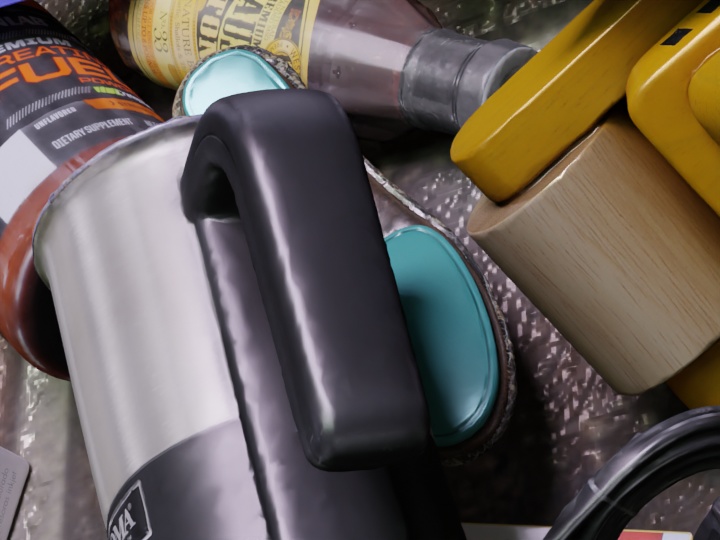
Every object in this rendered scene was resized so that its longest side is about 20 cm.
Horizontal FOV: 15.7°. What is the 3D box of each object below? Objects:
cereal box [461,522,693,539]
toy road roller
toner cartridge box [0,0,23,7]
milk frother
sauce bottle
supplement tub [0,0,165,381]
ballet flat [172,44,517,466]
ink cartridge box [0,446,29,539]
[{"bbox_3d":[0.009,0.154,0.854,0.199,0.040,0.145,2,64,15],"label":"cereal box"},{"bbox_3d":[0.130,-0.039,0.813,0.200,0.123,0.146,-42,12,16],"label":"toy road roller"},{"bbox_3d":[-0.159,-0.135,1.050,0.199,0.043,0.095,-18,24,-10],"label":"toner cartridge box"},{"bbox_3d":[0.019,0.044,0.827,0.181,0.199,0.189,-49,46,42],"label":"milk frother"},{"bbox_3d":[-0.014,-0.087,1.018,0.199,0.066,0.066,16,78,42],"label":"sauce bottle"},{"bbox_3d":[-0.142,-0.048,1.066,0.107,0.107,0.200,-51,49,4],"label":"supplement tub"},{"bbox_3d":[0.000,0.000,0.957,0.068,0.075,0.200,-35,61,-4],"label":"ballet flat"},{"bbox_3d":[-0.227,0.092,0.996,0.067,0.200,0.118,4,71,37],"label":"ink cartridge box"}]
